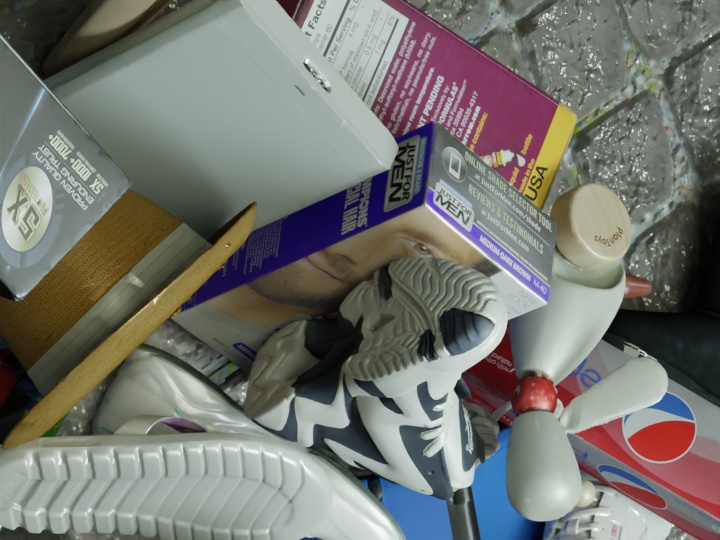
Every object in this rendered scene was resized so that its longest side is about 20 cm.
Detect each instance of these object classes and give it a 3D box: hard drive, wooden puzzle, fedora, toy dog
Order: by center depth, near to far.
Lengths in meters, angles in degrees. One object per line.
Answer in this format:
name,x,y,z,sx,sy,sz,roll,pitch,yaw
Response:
fedora,-0.142,0.008,1.435,0.082,0.201,0.201,47,67,-3
hard drive,-0.094,-0.074,1.486,0.132,0.199,0.026,48,41,-23
wooden puzzle,-0.083,-0.189,1.499,0.200,0.185,0.037,-40,93,-23
toy dog,0.128,0.054,1.581,0.096,0.132,0.201,20,79,-26

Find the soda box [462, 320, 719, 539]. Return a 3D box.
soda box,0.152,0.089,1.655,0.199,0.070,0.064,30,75,9

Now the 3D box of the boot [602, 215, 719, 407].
boot,0.233,0.017,1.761,0.198,0.073,0.163,28,79,-37

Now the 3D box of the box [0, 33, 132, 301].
box,-0.230,-0.080,1.391,0.086,0.200,0.164,-46,114,-14

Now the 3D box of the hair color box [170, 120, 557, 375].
hair color box,0.000,0.000,1.533,0.109,0.199,0.065,37,44,-33

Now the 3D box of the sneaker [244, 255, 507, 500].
sneaker,0.041,0.066,1.494,0.129,0.199,0.080,30,50,-29

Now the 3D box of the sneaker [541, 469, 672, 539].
sneaker,0.147,0.174,1.684,0.099,0.074,0.202,25,63,-60

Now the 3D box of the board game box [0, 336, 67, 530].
board game box,-0.267,0.072,1.472,0.200,0.037,0.152,37,72,-27

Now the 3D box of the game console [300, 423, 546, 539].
game console,0.047,0.209,1.682,0.169,0.118,0.201,-10,97,0

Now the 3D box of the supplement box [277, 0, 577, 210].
supplement box,0.005,-0.090,1.582,0.199,0.131,0.104,30,75,-28

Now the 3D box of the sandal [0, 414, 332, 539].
sandal,-0.112,0.109,1.504,0.201,0.050,0.083,7,129,-19

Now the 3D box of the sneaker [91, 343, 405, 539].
sneaker,-0.067,0.122,1.573,0.200,0.070,0.081,32,89,-8
